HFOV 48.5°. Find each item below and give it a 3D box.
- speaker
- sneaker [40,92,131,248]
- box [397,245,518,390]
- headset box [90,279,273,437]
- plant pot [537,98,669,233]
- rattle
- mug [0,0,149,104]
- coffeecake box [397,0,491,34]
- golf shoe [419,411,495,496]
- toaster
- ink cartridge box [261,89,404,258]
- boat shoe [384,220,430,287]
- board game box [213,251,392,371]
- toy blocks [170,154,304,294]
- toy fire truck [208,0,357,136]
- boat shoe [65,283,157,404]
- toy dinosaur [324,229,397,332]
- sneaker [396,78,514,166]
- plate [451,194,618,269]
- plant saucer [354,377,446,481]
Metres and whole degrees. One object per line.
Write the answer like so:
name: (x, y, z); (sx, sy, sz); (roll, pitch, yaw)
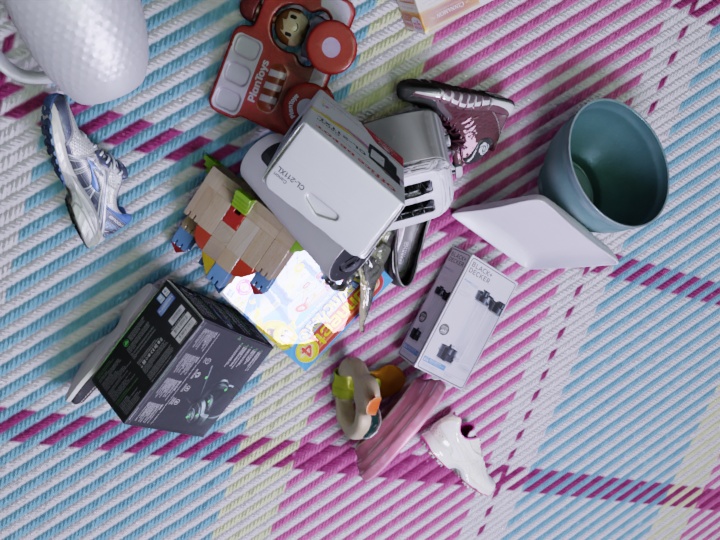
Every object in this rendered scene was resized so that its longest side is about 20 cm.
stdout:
speaker: (-0.068, -0.082, 1.027); (0.081, 0.201, 0.082); (-34, 157, -17)
sneaker: (-0.349, -0.135, 1.029); (0.084, 0.077, 0.204); (-23, 125, -23)
box: (0.159, 0.078, 1.307); (0.115, 0.060, 0.203); (29, 90, -29)
headset box: (-0.238, 0.130, 1.118); (0.175, 0.093, 0.199); (-51, 151, 3)
plant pot: (0.362, -0.145, 1.252); (0.196, 0.134, 0.205); (8, 72, -25)
rattle: (0.039, 0.202, 1.238); (0.140, 0.199, 0.133); (16, 77, -20)
mug: (-0.347, -0.287, 0.929); (0.195, 0.149, 0.178); (-12, 124, 5)
coffeecake box: (0.108, -0.450, 1.082); (0.151, 0.073, 0.203); (-28, 118, -10)
golf shoe: (0.194, 0.331, 1.432); (0.092, 0.075, 0.200); (-47, 121, -2)
toaster: (0.041, -0.136, 1.123); (0.195, 0.131, 0.115); (-14, 137, -1)
ink cartridge box: (-0.024, -0.119, 0.939); (0.145, 0.201, 0.083); (38, 108, -12)
boat shoe: (0.081, -0.071, 1.231); (0.065, 0.057, 0.204); (4, 109, -23)
board game box: (-0.084, 0.014, 1.198); (0.200, 0.056, 0.196); (-46, 119, 0)
toy blocks: (-0.172, -0.040, 1.092); (0.199, 0.100, 0.138); (37, 100, 3)
toy fire truck: (-0.097, -0.278, 1.056); (0.165, 0.112, 0.203); (22, 105, -6)
boat shoe: (-0.336, 0.113, 1.128); (0.060, 0.074, 0.201); (40, 84, -25)
toy dinosaur: (0.000, 0.000, 1.170); (0.087, 0.047, 0.204); (5, 109, -33)
sneaker: (0.135, -0.212, 1.190); (0.196, 0.076, 0.118); (4, 112, -24)
plate: (0.272, -0.062, 1.250); (0.198, 0.198, 0.033); (31, 71, -29)
plant saucer: (0.057, 0.247, 1.291); (0.051, 0.201, 0.201); (41, 92, 3)
